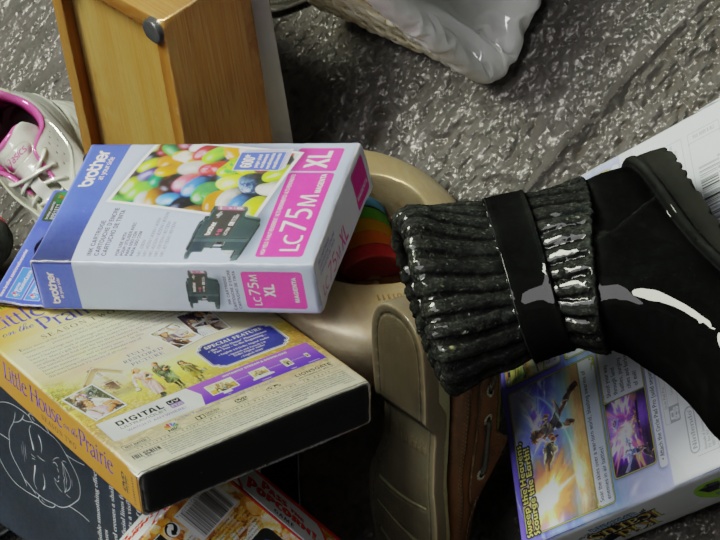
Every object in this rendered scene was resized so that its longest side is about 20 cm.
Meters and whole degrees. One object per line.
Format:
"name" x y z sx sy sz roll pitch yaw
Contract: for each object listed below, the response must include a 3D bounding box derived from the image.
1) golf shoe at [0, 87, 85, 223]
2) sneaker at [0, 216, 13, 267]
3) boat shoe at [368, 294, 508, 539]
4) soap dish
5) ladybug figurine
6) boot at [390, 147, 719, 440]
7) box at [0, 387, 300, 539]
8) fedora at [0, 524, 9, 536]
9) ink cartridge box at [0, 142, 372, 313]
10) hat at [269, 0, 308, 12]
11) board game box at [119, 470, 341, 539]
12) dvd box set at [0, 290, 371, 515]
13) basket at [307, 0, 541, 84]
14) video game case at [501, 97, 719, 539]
"golf shoe" -0.198 -0.046 1.581 0.075 0.091 0.200 -46 53 12
"sneaker" -0.316 -0.026 1.667 0.200 0.074 0.087 -14 41 35
"boat shoe" 0.050 0.097 1.315 0.072 0.068 0.200 42 141 42
"soap dish" -0.119 -0.121 1.488 0.081 0.200 0.157 -31 43 -28
"ladybug figurine" 0.000 0.000 1.400 0.135 0.072 0.200 -5 36 -7
"boot" 0.114 0.030 1.188 0.157 0.080 0.211 -14 41 -13
"box" -0.138 0.100 1.423 0.200 0.107 0.149 27 129 40
"fedora" -0.277 0.088 1.582 0.200 0.092 0.201 -15 63 31
"ink cartridge box" -0.104 -0.026 1.360 0.199 0.042 0.119 -1 37 17
"hat" -0.074 -0.269 1.585 0.200 0.081 0.201 -15 63 31
"board game box" -0.054 0.212 1.312 0.152 0.200 0.046 -47 9 10
"dvd box set" -0.110 0.054 1.315 0.200 0.146 0.029 33 134 46
"basket" 0.020 -0.248 1.426 0.161 0.198 0.200 22 84 40
"video game case" 0.155 0.035 1.296 0.181 0.045 0.201 -28 57 37
